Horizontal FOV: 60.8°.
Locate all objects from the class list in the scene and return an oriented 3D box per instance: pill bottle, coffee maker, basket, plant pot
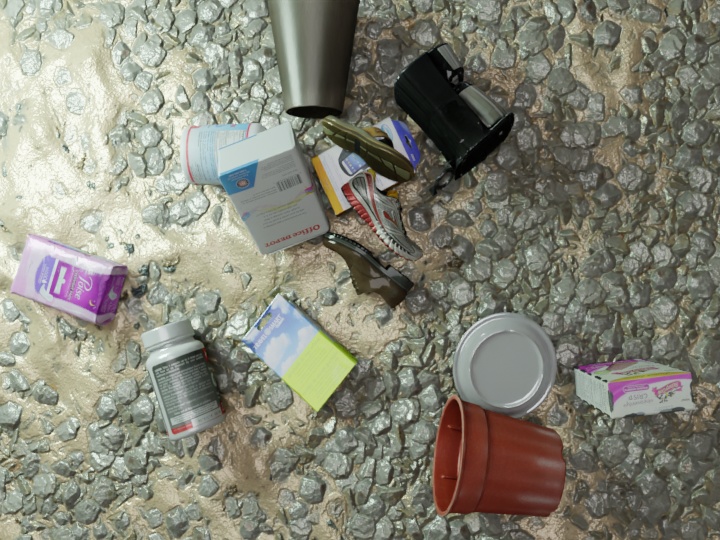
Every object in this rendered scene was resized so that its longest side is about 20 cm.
[{"bbox_3d":[-0.334,0.202,1.155,0.111,0.114,0.205,-19,87,3],"label":"pill bottle"},{"bbox_3d":[0.148,-0.281,1.107,0.190,0.135,0.201,-33,74,-25],"label":"coffee maker"},{"bbox_3d":[-0.089,-0.398,1.148,0.175,0.136,0.207,1,92,5],"label":"basket"},{"bbox_3d":[-0.232,-0.221,1.161,0.194,0.109,0.112,-2,88,3],"label":"pill bottle"},{"bbox_3d":[0.243,0.339,1.083,0.189,0.201,0.207,10,89,-4],"label":"plant pot"}]

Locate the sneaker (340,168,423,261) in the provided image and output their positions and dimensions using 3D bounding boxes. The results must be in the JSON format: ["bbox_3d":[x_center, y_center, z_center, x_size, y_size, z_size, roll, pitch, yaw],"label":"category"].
[{"bbox_3d":[0.053,-0.099,1.134,0.082,0.078,0.201,-40,107,5],"label":"sneaker"}]

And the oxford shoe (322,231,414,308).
[{"bbox_3d":[0.000,0.000,1.159,0.198,0.073,0.085,37,95,5],"label":"oxford shoe"}]

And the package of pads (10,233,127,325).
[{"bbox_3d":[-0.567,0.018,1.195,0.195,0.076,0.124,19,93,4],"label":"package of pads"}]

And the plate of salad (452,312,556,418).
[{"bbox_3d":[0.268,0.178,1.148,0.194,0.048,0.207,0,97,-1],"label":"plate of salad"}]

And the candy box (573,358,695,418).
[{"bbox_3d":[0.461,0.198,1.057,0.132,0.200,0.063,-7,88,3],"label":"candy box"}]

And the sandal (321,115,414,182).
[{"bbox_3d":[0.019,-0.236,1.131,0.197,0.081,0.055,33,69,8],"label":"sandal"}]

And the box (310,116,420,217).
[{"bbox_3d":[0.015,-0.203,1.179,0.196,0.041,0.122,-26,87,0],"label":"box"}]

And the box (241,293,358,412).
[{"bbox_3d":[-0.115,0.155,1.174,0.199,0.048,0.123,41,91,4],"label":"box"}]

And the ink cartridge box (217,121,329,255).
[{"bbox_3d":[-0.153,-0.142,1.110,0.141,0.202,0.086,-19,45,3],"label":"ink cartridge box"}]
